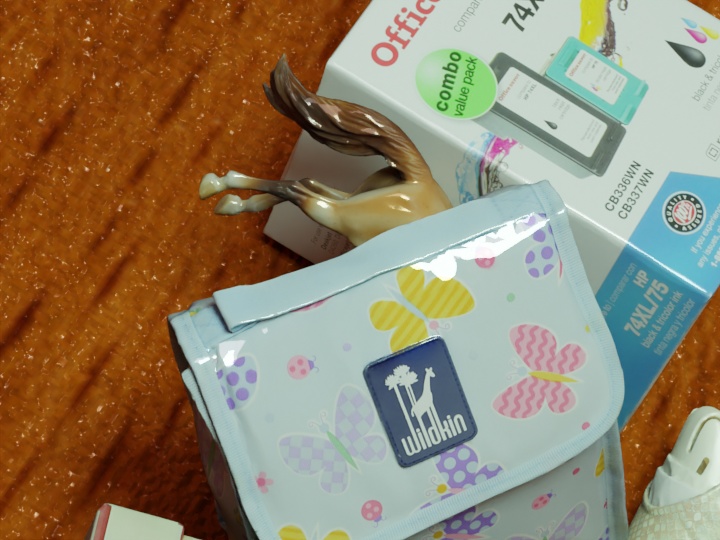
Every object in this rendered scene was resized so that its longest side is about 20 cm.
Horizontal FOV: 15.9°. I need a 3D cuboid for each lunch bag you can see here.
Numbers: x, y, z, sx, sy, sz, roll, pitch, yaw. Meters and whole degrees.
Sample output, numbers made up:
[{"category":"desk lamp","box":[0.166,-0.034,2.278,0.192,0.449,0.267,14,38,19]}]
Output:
[{"category":"lunch bag","box":[0.016,0.062,1.076,0.169,0.200,0.127,-21,51,-10]}]

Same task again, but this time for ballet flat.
[{"category":"ballet flat","box":[0.185,0.073,1.190,0.200,0.067,0.062,-37,102,-5]}]

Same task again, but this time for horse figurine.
[{"category":"horse figurine","box":[0.000,0.000,1.153,0.132,0.200,0.050,0,37,6]}]

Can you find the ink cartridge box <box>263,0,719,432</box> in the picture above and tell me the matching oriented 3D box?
[{"category":"ink cartridge box","box":[0.084,-0.052,1.213,0.200,0.146,0.147,31,56,5]}]

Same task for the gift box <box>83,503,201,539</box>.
[{"category":"gift box","box":[-0.070,0.218,1.006,0.187,0.185,0.200,17,53,-7]}]
